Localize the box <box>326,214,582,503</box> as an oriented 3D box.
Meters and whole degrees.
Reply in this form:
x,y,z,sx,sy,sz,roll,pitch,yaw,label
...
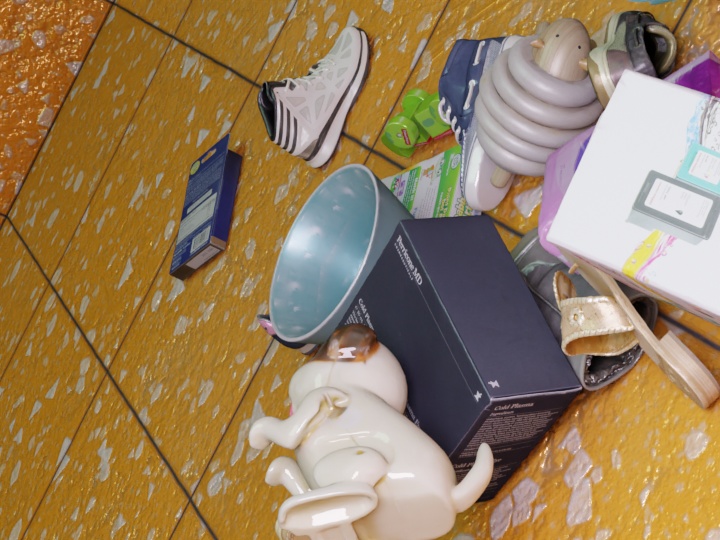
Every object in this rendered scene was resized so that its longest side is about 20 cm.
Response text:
x,y,z,sx,sy,sz,roll,pitch,yaw,label
0.079,0.084,1.456,0.201,0.104,0.182,64,143,30,box

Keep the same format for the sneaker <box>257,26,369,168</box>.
x,y,z,sx,sy,sz,roll,pitch,yaw,label
-0.064,-0.247,2.115,0.076,0.115,0.202,-7,61,60,sneaker

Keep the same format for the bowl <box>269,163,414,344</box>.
x,y,z,sx,sy,sz,roll,pitch,yaw,label
0.000,0.000,1.697,0.201,0.105,0.202,-43,33,37,bowl

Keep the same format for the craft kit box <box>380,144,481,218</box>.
x,y,z,sx,sy,sz,roll,pitch,yaw,label
0.056,-0.025,1.781,0.197,0.048,0.201,-23,48,57,craft kit box

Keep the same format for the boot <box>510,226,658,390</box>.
x,y,z,sx,sy,sz,roll,pitch,yaw,label
0.173,0.061,1.472,0.182,0.072,0.200,-60,33,13,boot

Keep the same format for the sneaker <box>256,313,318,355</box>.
x,y,z,sx,sy,sz,roll,pitch,yaw,label
-0.051,-0.002,1.912,0.201,0.082,0.070,-65,26,0,sneaker

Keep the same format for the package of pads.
x,y,z,sx,sy,sz,roll,pitch,yaw,label
0.247,-0.091,1.405,0.200,0.076,0.121,-32,32,33,package of pads

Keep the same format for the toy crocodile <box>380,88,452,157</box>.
x,y,z,sx,sy,sz,roll,pitch,yaw,label
0.091,-0.179,1.834,0.200,0.062,0.068,-24,28,47,toy crocodile

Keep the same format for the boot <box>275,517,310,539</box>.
x,y,z,sx,sy,sz,roll,pitch,yaw,label
0.021,0.284,1.396,0.073,0.200,0.156,-46,30,7,boot

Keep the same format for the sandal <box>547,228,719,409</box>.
x,y,z,sx,sy,sz,roll,pitch,yaw,label
0.199,0.050,1.322,0.070,0.078,0.212,-41,58,-3,sandal

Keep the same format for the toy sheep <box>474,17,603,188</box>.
x,y,z,sx,sy,sz,roll,pitch,yaw,label
0.175,-0.161,1.589,0.138,0.137,0.201,-98,20,-49,toy sheep

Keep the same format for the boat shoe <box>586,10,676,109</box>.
x,y,z,sx,sy,sz,roll,pitch,yaw,label
0.259,-0.198,1.482,0.066,0.072,0.201,-13,16,24,boat shoe

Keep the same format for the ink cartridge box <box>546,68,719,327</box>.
x,y,z,sx,sy,sz,roll,pitch,yaw,label
0.274,-0.036,1.191,0.200,0.146,0.147,27,92,42,ink cartridge box

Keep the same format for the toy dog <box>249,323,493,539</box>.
x,y,z,sx,sy,sz,roll,pitch,yaw,label
-0.001,0.138,1.351,0.193,0.140,0.201,-26,43,8,toy dog

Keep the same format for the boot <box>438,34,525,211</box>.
x,y,z,sx,sy,sz,roll,pitch,yaw,label
0.121,-0.155,1.705,0.090,0.073,0.201,3,66,35,boot

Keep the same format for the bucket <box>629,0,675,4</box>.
x,y,z,sx,sy,sz,roll,pitch,yaw,label
0.301,-0.338,1.427,0.134,0.207,0.208,1,68,53,bucket

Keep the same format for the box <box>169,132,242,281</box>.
x,y,z,sx,sy,sz,roll,pitch,yaw,label
-0.225,-0.095,2.376,0.121,0.032,0.201,-33,41,46,box
